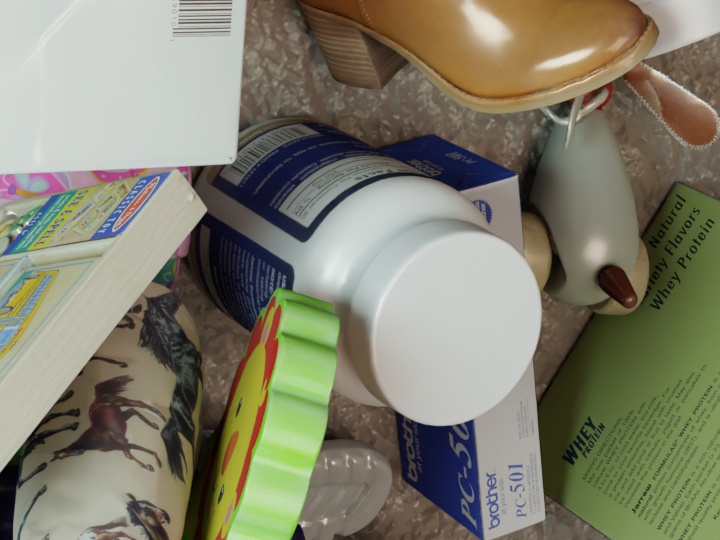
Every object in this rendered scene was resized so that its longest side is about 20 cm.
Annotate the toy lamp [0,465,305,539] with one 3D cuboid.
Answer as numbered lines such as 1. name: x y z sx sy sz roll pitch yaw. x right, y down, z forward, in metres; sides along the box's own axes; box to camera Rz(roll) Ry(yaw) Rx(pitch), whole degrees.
1. toy lamp: -0.119 0.134 1.168 0.199 0.058 0.059 14 99 -35

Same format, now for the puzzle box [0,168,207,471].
1. puzzle box: -0.163 0.038 0.983 0.025 0.132 0.200 54 52 -25

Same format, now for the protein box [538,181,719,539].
1. protein box: 0.225 0.088 1.314 0.135 0.200 0.199 33 89 -33

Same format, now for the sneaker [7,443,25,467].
1. sneaker: -0.192 0.063 1.129 0.199 0.074 0.084 17 108 -52

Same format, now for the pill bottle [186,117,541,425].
1. pill bottle: 0.000 0.000 1.161 0.115 0.200 0.117 -9 111 -26

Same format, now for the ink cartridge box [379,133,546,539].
1. ink cartridge box: 0.053 0.036 1.265 0.044 0.094 0.202 -16 113 -23

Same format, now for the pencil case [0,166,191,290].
1. pencil case: -0.180 -0.030 1.122 0.199 0.087 0.088 6 103 -31

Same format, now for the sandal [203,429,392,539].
1. sandal: -0.077 0.113 1.249 0.201 0.050 0.083 8 118 -34

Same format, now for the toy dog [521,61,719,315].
1. toy dog: 0.133 -0.058 1.277 0.131 0.096 0.202 -18 114 -23

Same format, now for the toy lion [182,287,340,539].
1. toy lion: -0.057 0.116 1.057 0.068 0.192 0.201 17 64 -11

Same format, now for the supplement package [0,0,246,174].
1. supplement package: -0.156 -0.140 1.029 0.150 0.200 0.153 -4 108 -28

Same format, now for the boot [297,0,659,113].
1. boot: 0.042 -0.164 1.142 0.077 0.199 0.156 -45 131 -35

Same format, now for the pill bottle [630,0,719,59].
1. pill bottle: 0.129 -0.213 1.186 0.119 0.119 0.201 -25 101 -20

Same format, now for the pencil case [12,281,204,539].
1. pencil case: -0.119 0.094 1.044 0.089 0.201 0.078 -21 132 25
